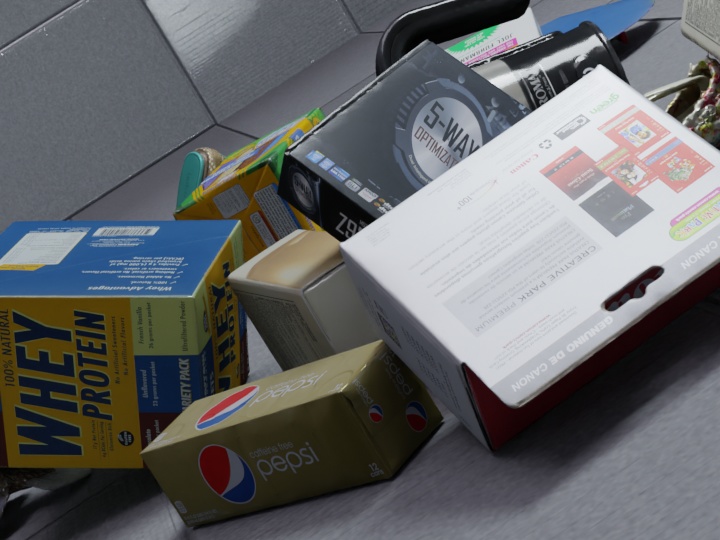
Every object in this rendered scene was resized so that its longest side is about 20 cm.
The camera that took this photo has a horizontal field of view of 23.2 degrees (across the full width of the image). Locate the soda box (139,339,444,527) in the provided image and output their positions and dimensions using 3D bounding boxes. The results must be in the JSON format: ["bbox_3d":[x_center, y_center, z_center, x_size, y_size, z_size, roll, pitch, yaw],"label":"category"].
[{"bbox_3d":[-0.047,0.105,1.117,0.199,0.064,0.068,-21,16,43],"label":"soda box"}]

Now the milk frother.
[{"bbox_3d":[0.105,-0.109,1.411,0.187,0.181,0.201,-20,-33,-6],"label":"milk frother"}]

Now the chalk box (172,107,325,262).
[{"bbox_3d":[-0.073,-0.069,1.728,0.123,0.125,0.200,-25,15,27],"label":"chalk box"}]

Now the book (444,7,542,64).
[{"bbox_3d":[0.131,-0.186,1.763,0.133,0.048,0.200,-27,27,12],"label":"book"}]

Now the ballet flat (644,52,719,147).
[{"bbox_3d":[0.205,-0.088,1.264,0.200,0.064,0.075,-39,13,-27],"label":"ballet flat"}]

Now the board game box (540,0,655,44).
[{"bbox_3d":[0.225,-0.231,1.848,0.199,0.039,0.158,-9,24,44],"label":"board game box"}]

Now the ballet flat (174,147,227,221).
[{"bbox_3d":[-0.166,-0.025,1.808,0.065,0.202,0.070,10,13,-37],"label":"ballet flat"}]

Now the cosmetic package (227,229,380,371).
[{"bbox_3d":[-0.019,0.032,1.247,0.071,0.106,0.200,-34,14,-14],"label":"cosmetic package"}]

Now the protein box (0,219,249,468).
[{"bbox_3d":[-0.200,0.052,1.360,0.197,0.136,0.200,0,18,6],"label":"protein box"}]

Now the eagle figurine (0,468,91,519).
[{"bbox_3d":[-0.339,0.181,1.468,0.151,0.151,0.201,13,-64,-47],"label":"eagle figurine"}]

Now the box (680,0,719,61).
[{"bbox_3d":[0.306,-0.208,1.240,0.108,0.129,0.200,6,16,-3],"label":"box"}]

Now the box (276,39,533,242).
[{"bbox_3d":[0.070,-0.049,1.159,0.160,0.200,0.044,-40,-22,-35],"label":"box"}]

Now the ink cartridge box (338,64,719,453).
[{"bbox_3d":[0.120,0.001,1.001,0.199,0.084,0.176,-34,45,-11],"label":"ink cartridge box"}]
